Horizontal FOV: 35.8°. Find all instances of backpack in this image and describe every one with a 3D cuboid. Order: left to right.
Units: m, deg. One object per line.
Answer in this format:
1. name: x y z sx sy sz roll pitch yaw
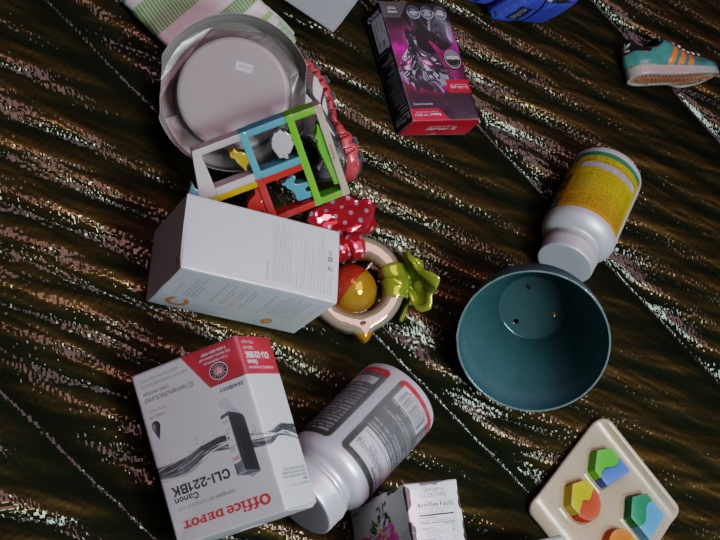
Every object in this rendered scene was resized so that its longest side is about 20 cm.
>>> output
1. backpack: 0.244 -0.482 1.746 0.200 0.162 0.168 -1 74 -31

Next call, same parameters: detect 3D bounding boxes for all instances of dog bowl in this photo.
1. dog bowl: -0.162 -0.223 1.424 0.200 0.059 0.200 0 88 -8

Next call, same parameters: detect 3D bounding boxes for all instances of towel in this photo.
1. towel: -0.202 -0.336 1.487 0.200 0.023 0.153 44 67 -1

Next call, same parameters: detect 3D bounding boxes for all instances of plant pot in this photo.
1. plant pot: 0.235 0.072 1.516 0.200 0.200 0.135 44 20 -7

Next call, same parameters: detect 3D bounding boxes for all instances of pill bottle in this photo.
1. pill bottle: -0.012 0.213 1.342 0.114 0.114 0.200 50 55 -3
2. pill bottle: 0.338 -0.081 1.666 0.113 0.113 0.200 38 57 -11

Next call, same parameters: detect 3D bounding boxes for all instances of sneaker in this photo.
1. sneaker: -0.076 -0.204 1.502 0.098 0.071 0.201 -21 82 -35
2. sneaker: 0.534 -0.364 1.919 0.200 0.071 0.080 -3 76 -29

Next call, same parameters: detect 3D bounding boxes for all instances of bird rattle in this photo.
1. bird rattle: 0.000 0.000 1.451 0.200 0.113 0.163 40 72 -6

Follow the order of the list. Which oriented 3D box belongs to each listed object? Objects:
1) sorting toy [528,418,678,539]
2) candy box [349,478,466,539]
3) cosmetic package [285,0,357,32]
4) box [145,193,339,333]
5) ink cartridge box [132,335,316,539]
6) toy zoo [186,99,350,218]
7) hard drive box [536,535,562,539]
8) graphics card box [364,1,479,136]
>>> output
1. sorting toy: 0.345 0.331 1.547 0.185 0.036 0.200 51 55 -3
2. candy box: 0.062 0.356 1.291 0.071 0.168 0.200 -1 70 -24
3. cosmetic package: -0.099 -0.426 1.557 0.200 0.074 0.102 33 24 -16
4. box: -0.142 -0.004 1.351 0.200 0.124 0.098 14 64 -25
5. ink cartridge box: -0.152 0.190 1.243 0.084 0.144 0.200 11 58 -68
6. toy zoo: -0.125 -0.119 1.390 0.200 0.020 0.131 -22 120 -4
7. hard drive box: 0.193 0.414 1.352 0.200 0.077 0.156 12 61 -55
8. graphics card box: 0.091 -0.299 1.651 0.125 0.051 0.200 -6 72 -31
